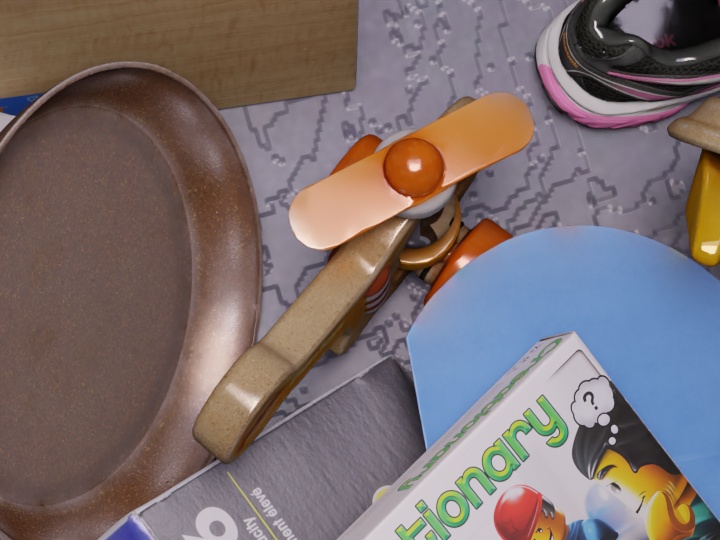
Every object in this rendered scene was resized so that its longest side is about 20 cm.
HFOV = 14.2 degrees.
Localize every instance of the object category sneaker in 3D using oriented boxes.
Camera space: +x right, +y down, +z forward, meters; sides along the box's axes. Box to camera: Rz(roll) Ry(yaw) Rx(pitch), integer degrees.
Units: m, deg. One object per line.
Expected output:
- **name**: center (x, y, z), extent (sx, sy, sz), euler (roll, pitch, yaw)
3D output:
- **sneaker**: center (0.175, -0.115, 1.222), extent (0.199, 0.086, 0.081), euler (-24, 82, -8)

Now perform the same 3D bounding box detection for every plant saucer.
- **plant saucer**: center (-0.110, 0.016, 1.149), extent (0.032, 0.200, 0.201), euler (9, 76, 33)

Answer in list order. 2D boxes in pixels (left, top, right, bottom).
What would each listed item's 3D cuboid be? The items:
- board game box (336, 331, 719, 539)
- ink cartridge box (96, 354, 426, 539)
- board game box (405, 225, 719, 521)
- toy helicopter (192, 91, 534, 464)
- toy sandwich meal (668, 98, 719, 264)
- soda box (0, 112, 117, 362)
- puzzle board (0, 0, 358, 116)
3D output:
- **board game box**: center (0.049, 0.135, 1.109), extent (0.200, 0.035, 0.126), euler (-43, 100, -25)
- **ink cartridge box**: center (-0.007, 0.160, 1.145), extent (0.200, 0.047, 0.198), euler (-31, 82, -35)
- **board game box**: center (0.092, 0.083, 1.181), extent (0.157, 0.039, 0.201), euler (-8, 85, -26)
- **toy helicopter**: center (0.000, 0.000, 1.143), extent (0.079, 0.132, 0.200), euler (37, 52, 5)
- **toy sandwich meal**: center (0.206, -0.013, 1.143), extent (0.204, 0.205, 0.071), euler (16, 95, 1)
- **soda box**: center (-0.178, 0.022, 1.141), extent (0.068, 0.064, 0.200), euler (14, 46, 31)
- **puzzle board**: center (-0.100, -0.094, 1.176), extent (0.199, 0.151, 0.018), euler (-8, 73, -3)
